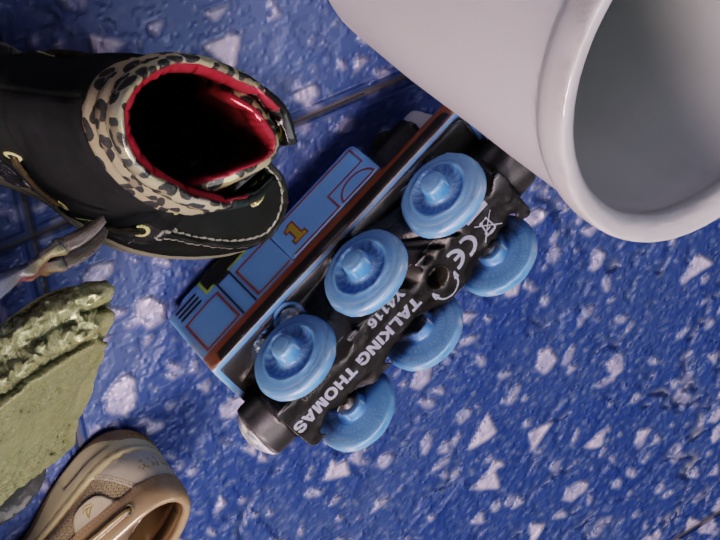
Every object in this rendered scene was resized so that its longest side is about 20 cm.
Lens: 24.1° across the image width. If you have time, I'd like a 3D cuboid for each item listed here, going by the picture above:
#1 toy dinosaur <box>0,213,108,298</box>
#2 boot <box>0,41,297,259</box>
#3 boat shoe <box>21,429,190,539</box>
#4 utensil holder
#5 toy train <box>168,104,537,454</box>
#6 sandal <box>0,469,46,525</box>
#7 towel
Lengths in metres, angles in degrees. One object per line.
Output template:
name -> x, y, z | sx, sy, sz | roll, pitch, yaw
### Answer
toy dinosaur -> -0.207, 0.008, 0.670 | 0.200, 0.105, 0.182 | -41, 154, -22
boot -> -0.075, -0.044, 0.724 | 0.203, 0.153, 0.074 | 22, 82, -44
boat shoe -> -0.160, 0.181, 0.885 | 0.071, 0.064, 0.201 | 22, 104, -46
utensil holder -> 0.096, -0.135, 0.773 | 0.169, 0.200, 0.171 | -21, 131, -26
toy train -> 0.000, 0.000, 0.853 | 0.200, 0.114, 0.087 | -48, 135, -1
sandal -> -0.206, 0.066, 0.776 | 0.075, 0.048, 0.201 | -46, 137, -4
towel -> -0.186, 0.086, 0.712 | 0.200, 0.036, 0.149 | -39, 168, -29
